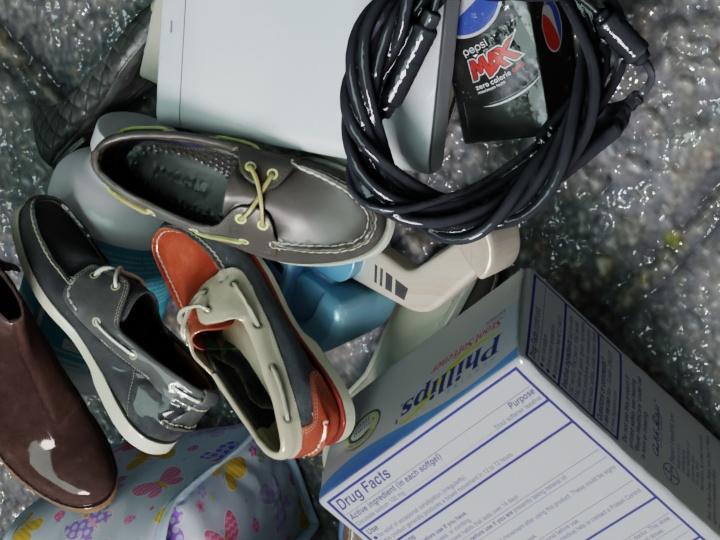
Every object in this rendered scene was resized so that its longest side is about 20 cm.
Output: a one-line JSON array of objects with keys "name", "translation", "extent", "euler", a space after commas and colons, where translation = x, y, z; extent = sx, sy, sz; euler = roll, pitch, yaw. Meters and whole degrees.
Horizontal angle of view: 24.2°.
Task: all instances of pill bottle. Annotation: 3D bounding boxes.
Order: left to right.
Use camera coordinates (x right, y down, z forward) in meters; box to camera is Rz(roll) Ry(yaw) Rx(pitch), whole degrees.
[{"name": "pill bottle", "translation": [-0.187, -0.015, 1.249], "extent": [0.110, 0.111, 0.201], "euler": [32, 120, 16]}]

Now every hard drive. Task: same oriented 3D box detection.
[{"name": "hard drive", "translation": [-0.037, -0.143, 1.065], "extent": [0.199, 0.027, 0.133], "euler": [12, 107, 23]}]

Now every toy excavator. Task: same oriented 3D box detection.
[{"name": "toy excavator", "translation": [0.000, 0.000, 1.140], "extent": [0.200, 0.100, 0.195], "euler": [33, 122, 24]}]

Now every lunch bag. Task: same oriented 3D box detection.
[{"name": "lunch bag", "translation": [-0.156, 0.204, 1.254], "extent": [0.169, 0.200, 0.128], "euler": [-13, 100, 31]}]

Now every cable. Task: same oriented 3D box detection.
[{"name": "cable", "translation": [0.070, -0.111, 0.995], "extent": [0.200, 0.051, 0.164], "euler": [-36, 109, -2]}]

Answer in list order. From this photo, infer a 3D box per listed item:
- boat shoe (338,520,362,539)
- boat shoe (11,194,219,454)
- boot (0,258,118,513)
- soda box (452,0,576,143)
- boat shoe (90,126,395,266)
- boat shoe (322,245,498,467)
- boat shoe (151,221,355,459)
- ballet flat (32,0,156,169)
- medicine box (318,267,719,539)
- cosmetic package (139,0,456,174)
[{"name": "boat shoe", "translation": [0.028, 0.245, 1.172], "extent": [0.072, 0.072, 0.201], "euler": [-10, 98, 3]}, {"name": "boat shoe", "translation": [-0.165, 0.024, 1.138], "extent": [0.068, 0.072, 0.200], "euler": [-43, 73, 29]}, {"name": "boot", "translation": [-0.236, 0.069, 1.155], "extent": [0.200, 0.072, 0.167], "euler": [51, 160, 13]}, {"name": "soda box", "translation": [0.086, -0.186, 1.058], "extent": [0.063, 0.071, 0.201], "euler": [-5, 105, 29]}, {"name": "boat shoe", "translation": [-0.078, -0.047, 1.077], "extent": [0.200, 0.061, 0.072], "euler": [14, 93, 18]}, {"name": "boat shoe", "translation": [0.044, 0.070, 1.178], "extent": [0.059, 0.072, 0.201], "euler": [21, 112, -24]}, {"name": "boat shoe", "translation": [-0.083, 0.041, 1.103], "extent": [0.200, 0.062, 0.071], "euler": [52, 133, 22]}, {"name": "ballet flat", "translation": [-0.182, -0.147, 1.228], "extent": [0.200, 0.066, 0.057], "euler": [-43, 75, 32]}, {"name": "medicine box", "translation": [0.108, 0.133, 1.093], "extent": [0.200, 0.103, 0.182], "euler": [42, 121, -17]}, {"name": "cosmetic package", "translation": [-0.036, -0.147, 1.129], "extent": [0.199, 0.087, 0.104], "euler": [26, 114, 19]}]
